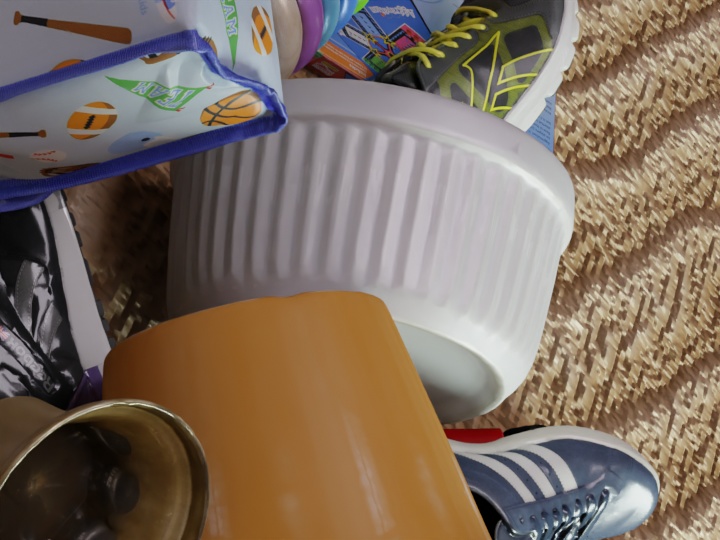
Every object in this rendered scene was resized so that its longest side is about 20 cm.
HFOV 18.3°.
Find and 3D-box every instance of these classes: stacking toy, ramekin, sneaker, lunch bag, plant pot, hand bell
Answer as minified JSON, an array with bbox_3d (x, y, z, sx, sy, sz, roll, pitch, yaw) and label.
[{"bbox_3d":[-0.016,-0.165,1.203,0.200,0.085,0.086,-36,101,-46],"label":"stacking toy"},{"bbox_3d":[0.000,0.000,1.076,0.200,0.200,0.105,27,62,-38],"label":"ramekin"},{"bbox_3d":[-0.166,0.019,0.977,0.087,0.076,0.201,-28,95,-44],"label":"sneaker"},{"bbox_3d":[-0.142,-0.122,0.930,0.124,0.199,0.171,39,39,-63],"label":"lunch bag"},{"bbox_3d":[0.072,0.125,1.089,0.199,0.075,0.085,4,34,-30],"label":"sneaker"},{"bbox_3d":[-0.030,0.113,0.940,0.200,0.200,0.184,3,71,-47],"label":"plant pot"},{"bbox_3d":[0.056,-0.106,1.241,0.085,0.074,0.201,36,67,-34],"label":"sneaker"},{"bbox_3d":[-0.158,0.062,0.887,0.104,0.200,0.104,-19,122,-34],"label":"hand bell"}]

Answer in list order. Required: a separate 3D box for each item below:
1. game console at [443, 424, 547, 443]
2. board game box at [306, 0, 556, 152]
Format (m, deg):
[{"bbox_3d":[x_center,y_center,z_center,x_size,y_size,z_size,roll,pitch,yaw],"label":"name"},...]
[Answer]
[{"bbox_3d":[0.061,0.192,1.192,0.172,0.118,0.201,51,32,-68],"label":"game console"},{"bbox_3d":[0.044,-0.124,1.310,0.200,0.019,0.103,29,53,-37],"label":"board game box"}]
